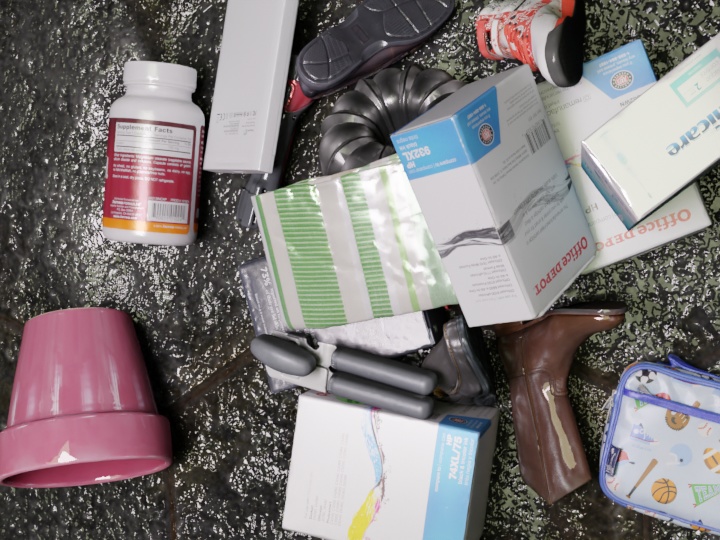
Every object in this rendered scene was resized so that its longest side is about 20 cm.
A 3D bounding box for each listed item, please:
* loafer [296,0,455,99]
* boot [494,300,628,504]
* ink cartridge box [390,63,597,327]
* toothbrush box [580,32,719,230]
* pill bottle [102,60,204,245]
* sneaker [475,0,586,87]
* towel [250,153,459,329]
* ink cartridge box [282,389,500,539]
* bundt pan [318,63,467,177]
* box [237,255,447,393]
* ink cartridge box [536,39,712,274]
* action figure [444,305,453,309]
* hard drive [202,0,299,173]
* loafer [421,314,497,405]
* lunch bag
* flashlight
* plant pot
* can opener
[{"bbox_3d":[0.013,-0.253,1.172,0.198,0.063,0.072,-32,79,-14],"label":"loafer"},{"bbox_3d":[0.220,0.138,1.108,0.185,0.063,0.204,-15,83,57],"label":"boot"},{"bbox_3d":[0.132,-0.070,1.014,0.083,0.145,0.203,-11,109,43],"label":"ink cartridge box"},{"bbox_3d":[0.277,-0.115,0.956,0.146,0.200,0.086,-38,83,10],"label":"toothbrush box"},{"bbox_3d":[-0.238,-0.134,1.238,0.111,0.113,0.205,6,93,16],"label":"pill bottle"},{"bbox_3d":[0.168,-0.230,1.082,0.106,0.203,0.068,-10,121,22],"label":"sneaker"},{"bbox_3d":[-0.005,-0.026,1.061,0.196,0.023,0.156,-12,94,22],"label":"towel"},{"bbox_3d":[0.035,0.213,1.152,0.196,0.146,0.149,9,95,15],"label":"ink cartridge box"},{"bbox_3d":[0.042,-0.138,1.120,0.198,0.076,0.205,-9,53,12],"label":"bundt pan"},{"bbox_3d":[-0.016,0.035,1.182,0.196,0.104,0.151,-16,87,16],"label":"box"},{"bbox_3d":[0.262,-0.113,1.106,0.142,0.085,0.203,-22,87,16],"label":"ink cartridge box"},{"bbox_3d":[0.000,0.000,1.100,0.196,0.052,0.067,6,95,19],"label":"action figure"},{"bbox_3d":[-0.125,-0.212,1.201,0.131,0.026,0.204,8,88,53],"label":"hard drive"},{"bbox_3d":[0.098,0.101,1.101,0.071,0.201,0.074,-11,64,7],"label":"loafer"},{"bbox_3d":[0.343,0.178,1.099,0.196,0.075,0.163,15,94,14],"label":"lunch bag"},{"bbox_3d":[-0.091,-0.149,1.222,0.067,0.068,0.204,10,102,-25],"label":"flashlight"},{"bbox_3d":[-0.323,0.147,1.243,0.196,0.200,0.183,-12,73,16],"label":"plant pot"},{"bbox_3d":[-0.019,0.109,1.092,0.196,0.066,0.054,13,107,18],"label":"can opener"}]
